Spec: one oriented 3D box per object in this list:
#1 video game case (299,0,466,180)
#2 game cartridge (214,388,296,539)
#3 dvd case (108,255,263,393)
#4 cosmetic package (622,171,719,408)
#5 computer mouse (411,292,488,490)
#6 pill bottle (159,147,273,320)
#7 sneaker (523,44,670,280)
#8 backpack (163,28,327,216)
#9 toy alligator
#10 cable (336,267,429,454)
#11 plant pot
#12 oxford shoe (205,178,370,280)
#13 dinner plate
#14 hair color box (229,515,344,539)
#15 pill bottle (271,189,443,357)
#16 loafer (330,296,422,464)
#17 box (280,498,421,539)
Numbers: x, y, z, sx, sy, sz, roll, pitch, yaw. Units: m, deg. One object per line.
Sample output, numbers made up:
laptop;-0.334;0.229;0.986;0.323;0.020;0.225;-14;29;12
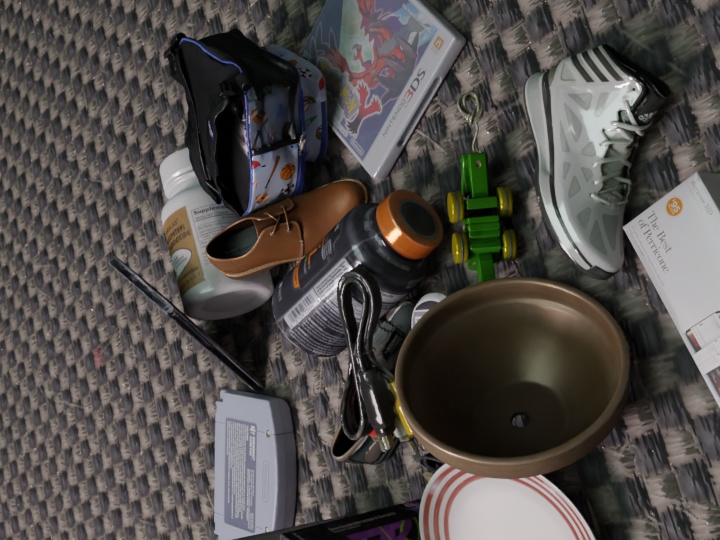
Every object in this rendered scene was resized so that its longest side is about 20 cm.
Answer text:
video game case;0.011;-0.232;1.088;0.200;0.023;0.183;53;125;33
game cartridge;-0.133;0.255;1.233;0.133;0.041;0.201;2;91;43
dvd case;-0.214;0.068;1.222;0.016;0.200;0.149;-49;47;-10
cosmetic package;0.290;0.028;0.768;0.083;0.050;0.201;-42;61;38
computer mouse;0.097;0.120;0.983;0.109;0.044;0.201;-3;93;52
pill bottle;-0.187;-0.049;1.233;0.114;0.114;0.201;-34;65;41
sneaker;0.210;-0.100;0.835;0.115;0.075;0.202;-27;68;46
backpack;-0.128;-0.167;1.134;0.200;0.153;0.191;43;135;49
toy alligator;0.114;-0.070;0.959;0.054;0.059;0.201;112;153;-84
cable;0.010;0.096;0.999;0.097;0.050;0.201;-11;94;45
plant pot;0.136;0.109;0.871;0.201;0.201;0.093;39;158;40
oxford shoe;-0.083;-0.048;1.106;0.199;0.071;0.072;-27;71;9
dinner plate;0.141;0.262;0.920;0.199;0.024;0.201;14;113;37
hair color box;-0.071;0.327;1.043;0.099;0.199;0.061;36;115;41
pill bottle;0.000;0.000;1.039;0.200;0.106;0.107;-43;60;37
loafer;0.025;0.122;1.042;0.072;0.063;0.201;36;115;41
box;-0.006;0.314;0.974;0.036;0.199;0.144;19;104;45
